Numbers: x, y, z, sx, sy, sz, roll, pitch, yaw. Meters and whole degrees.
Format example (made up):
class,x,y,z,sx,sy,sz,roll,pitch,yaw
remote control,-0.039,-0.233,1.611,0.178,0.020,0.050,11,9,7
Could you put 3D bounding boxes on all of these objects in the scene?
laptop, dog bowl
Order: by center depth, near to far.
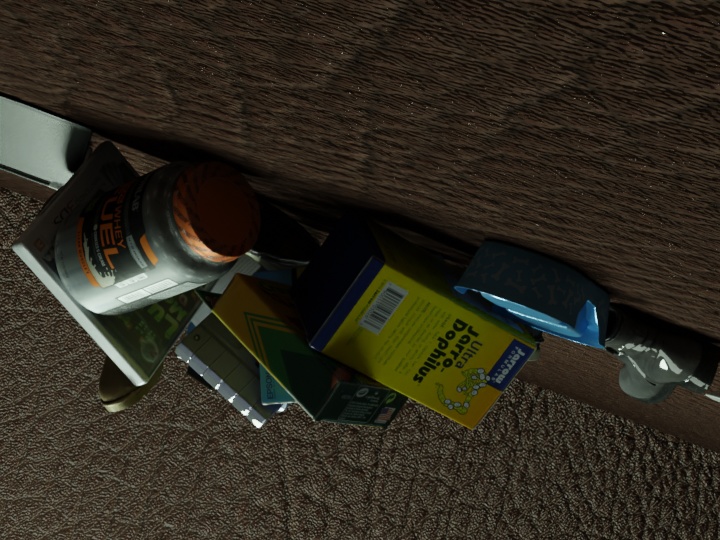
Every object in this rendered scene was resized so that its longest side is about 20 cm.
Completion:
class,x,y,z,sx,sy,sz,roll,pitch,yaw
dog bowl,0.161,0.021,1.408,0.111,0.050,0.200,18,176,28
laptop,-0.380,-0.172,1.705,0.187,0.116,0.200,21,-156,-9

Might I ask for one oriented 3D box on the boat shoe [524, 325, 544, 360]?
class,x,y,z,sx,sy,sz,roll,pitch,yaw
boat shoe,0.119,0.037,1.694,0.075,0.062,0.200,2,-163,-40

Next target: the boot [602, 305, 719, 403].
class,x,y,z,sx,sy,sz,roll,pitch,yaw
boot,0.270,0.076,1.585,0.132,0.070,0.200,23,165,-7

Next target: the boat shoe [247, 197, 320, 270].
class,x,y,z,sx,sy,sz,roll,pitch,yaw
boat shoe,-0.122,-0.052,1.703,0.200,0.072,0.065,31,154,10

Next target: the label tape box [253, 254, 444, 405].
class,x,y,z,sx,sy,sz,roll,pitch,yaw
label tape box,-0.005,0.065,1.643,0.200,0.143,0.066,-5,173,7

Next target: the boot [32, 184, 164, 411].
class,x,y,z,sx,sy,sz,roll,pitch,yaw
boot,-0.283,0.027,1.665,0.066,0.175,0.200,-21,119,25

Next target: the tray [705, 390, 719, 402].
class,x,y,z,sx,sy,sz,roll,pitch,yaw
tray,0.537,0.184,1.958,0.200,0.022,0.107,22,176,-28

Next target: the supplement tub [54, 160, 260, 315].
class,x,y,z,sx,sy,sz,roll,pitch,yaw
supplement tub,-0.199,-0.034,1.542,0.200,0.123,0.123,-20,149,41

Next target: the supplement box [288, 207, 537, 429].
class,x,y,z,sx,sy,sz,roll,pitch,yaw
supplement box,0.049,0.047,1.498,0.200,0.110,0.109,29,-163,-25

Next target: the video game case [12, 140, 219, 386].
class,x,y,z,sx,sy,sz,roll,pitch,yaw
video game case,-0.250,-0.010,1.649,0.023,0.182,0.200,-20,117,40

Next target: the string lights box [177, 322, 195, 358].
class,x,y,z,sx,sy,sz,roll,pitch,yaw
string lights box,-0.147,0.036,1.999,0.103,0.200,0.059,19,176,13

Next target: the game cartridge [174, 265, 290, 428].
class,x,y,z,sx,sy,sz,roll,pitch,yaw
game cartridge,-0.091,0.067,1.697,0.130,0.200,0.038,39,140,7

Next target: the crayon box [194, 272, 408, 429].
class,x,y,z,sx,sy,sz,roll,pitch,yaw
crayon box,-0.057,0.068,1.518,0.200,0.051,0.127,43,-164,31

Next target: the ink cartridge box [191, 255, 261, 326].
class,x,y,z,sx,sy,sz,roll,pitch,yaw
ink cartridge box,-0.121,0.038,1.802,0.200,0.148,0.076,47,169,-4

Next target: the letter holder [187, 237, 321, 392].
class,x,y,z,sx,sy,sz,roll,pitch,yaw
letter holder,-0.110,0.051,1.901,0.142,0.200,0.101,12,-177,-23
